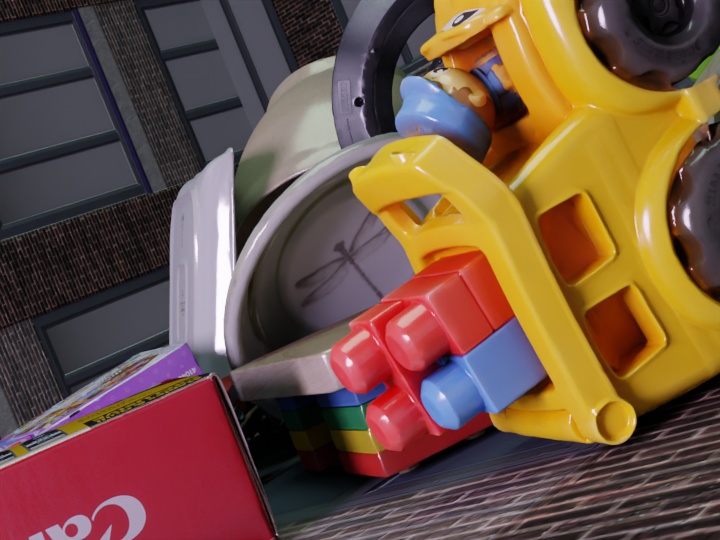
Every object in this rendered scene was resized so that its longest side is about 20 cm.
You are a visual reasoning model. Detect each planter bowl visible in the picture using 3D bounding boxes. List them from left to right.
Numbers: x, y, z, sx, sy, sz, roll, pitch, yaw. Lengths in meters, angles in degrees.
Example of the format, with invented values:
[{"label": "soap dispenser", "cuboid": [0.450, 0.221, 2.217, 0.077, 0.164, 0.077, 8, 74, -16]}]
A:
[{"label": "planter bowl", "cuboid": [-0.004, -0.070, 0.989, 0.197, 0.136, 0.201, -7, -36, -5]}]

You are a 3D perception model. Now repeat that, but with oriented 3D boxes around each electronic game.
[{"label": "electronic game", "cuboid": [0.079, -0.113, 0.861, 0.198, 0.202, 0.042, -23, 5, -2]}]

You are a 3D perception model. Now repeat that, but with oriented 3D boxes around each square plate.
[{"label": "square plate", "cuboid": [-0.114, 0.024, 0.948, 0.028, 0.202, 0.200, 0, -2, -14]}]

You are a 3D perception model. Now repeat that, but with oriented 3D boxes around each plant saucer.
[{"label": "plant saucer", "cuboid": [0.000, 0.000, 0.815, 0.198, 0.202, 0.050, -24, 41, -18]}]

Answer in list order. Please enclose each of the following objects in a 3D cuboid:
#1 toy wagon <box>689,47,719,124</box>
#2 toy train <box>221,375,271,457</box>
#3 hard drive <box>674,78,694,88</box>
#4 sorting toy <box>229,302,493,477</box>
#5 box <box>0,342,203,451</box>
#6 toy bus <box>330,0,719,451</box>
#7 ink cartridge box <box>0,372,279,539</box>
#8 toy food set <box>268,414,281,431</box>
[{"label": "toy wagon", "cuboid": [0.224, -0.091, 0.671, 0.039, 0.200, 0.156, 28, -78, -41]}, {"label": "toy train", "cuboid": [-0.078, 0.088, 0.810, 0.034, 0.046, 0.200, -23, 14, 27]}, {"label": "hard drive", "cuboid": [0.244, -0.121, 0.719, 0.033, 0.202, 0.139, 27, -1, -42]}, {"label": "sorting toy", "cuboid": [0.051, 0.041, 0.706, 0.197, 0.070, 0.200, -24, 1, -19]}, {"label": "box", "cuboid": [-0.170, 0.099, 0.815, 0.136, 0.039, 0.200, -32, 5, -17]}, {"label": "toy bus", "cuboid": [0.063, -0.025, 0.540, 0.191, 0.202, 0.136, -31, 7, -16]}, {"label": "ink cartridge box", "cuboid": [-0.145, 0.121, 0.596, 0.198, 0.085, 0.175, -23, 1, -19]}, {"label": "toy food set", "cuboid": [-0.019, 0.079, 1.006, 0.142, 0.061, 0.199, -10, -5, -33]}]
